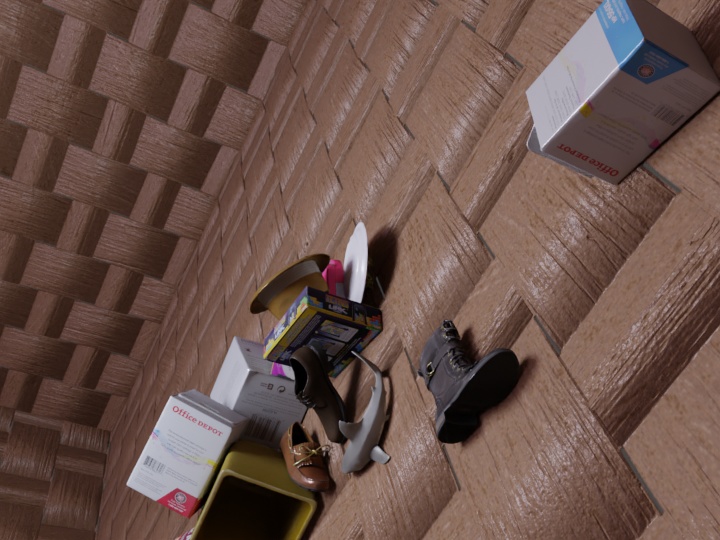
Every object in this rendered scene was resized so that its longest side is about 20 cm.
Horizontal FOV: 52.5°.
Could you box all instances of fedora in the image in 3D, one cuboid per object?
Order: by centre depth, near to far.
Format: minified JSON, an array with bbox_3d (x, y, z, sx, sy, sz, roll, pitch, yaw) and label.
[{"bbox_3d":[-0.130,0.049,1.496,0.082,0.201,0.201,53,132,14],"label":"fedora"}]

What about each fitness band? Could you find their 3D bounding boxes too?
[{"bbox_3d":[-0.068,0.069,1.597,0.144,0.037,0.200,110,163,-48],"label":"fitness band"}]

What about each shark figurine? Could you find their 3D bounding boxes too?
[{"bbox_3d":[0.002,0.254,1.277,0.128,0.089,0.215,-6,69,64],"label":"shark figurine"}]

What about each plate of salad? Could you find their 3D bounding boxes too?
[{"bbox_3d":[0.000,0.000,1.513,0.200,0.048,0.200,-174,90,-78],"label":"plate of salad"}]

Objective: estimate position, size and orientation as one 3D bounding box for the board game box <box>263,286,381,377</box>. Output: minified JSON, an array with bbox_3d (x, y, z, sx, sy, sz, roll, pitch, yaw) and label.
[{"bbox_3d":[-0.078,0.127,1.455,0.200,0.165,0.057,-49,31,41],"label":"board game box"}]

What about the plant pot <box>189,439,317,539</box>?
[{"bbox_3d":[-0.214,0.457,1.479,0.200,0.195,0.194,-104,39,-72],"label":"plant pot"}]

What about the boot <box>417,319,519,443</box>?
[{"bbox_3d":[0.143,0.135,1.072,0.200,0.069,0.174,-58,26,32],"label":"boot"}]

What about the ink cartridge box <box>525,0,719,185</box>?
[{"bbox_3d":[0.307,-0.215,0.904,0.200,0.128,0.125,-48,31,41],"label":"ink cartridge box"}]

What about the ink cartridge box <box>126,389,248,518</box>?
[{"bbox_3d":[-0.346,0.365,1.486,0.200,0.145,0.145,-63,-6,0],"label":"ink cartridge box"}]

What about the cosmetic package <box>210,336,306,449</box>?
[{"bbox_3d":[-0.229,0.278,1.672,0.166,0.167,0.200,-67,24,8],"label":"cosmetic package"}]

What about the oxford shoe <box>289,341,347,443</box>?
[{"bbox_3d":[-0.087,0.244,1.399,0.073,0.084,0.200,-26,86,50],"label":"oxford shoe"}]

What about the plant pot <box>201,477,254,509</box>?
[{"bbox_3d":[-0.321,0.451,1.654,0.161,0.200,0.201,-179,108,-82],"label":"plant pot"}]

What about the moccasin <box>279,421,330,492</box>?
[{"bbox_3d":[-0.105,0.367,1.447,0.201,0.074,0.078,-131,59,-67],"label":"moccasin"}]

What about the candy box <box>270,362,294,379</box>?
[{"bbox_3d":[-0.145,0.137,1.634,0.200,0.061,0.136,-84,8,-72],"label":"candy box"}]

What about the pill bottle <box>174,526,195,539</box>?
[{"bbox_3d":[-0.341,0.631,1.674,0.200,0.114,0.114,-38,36,28],"label":"pill bottle"}]
